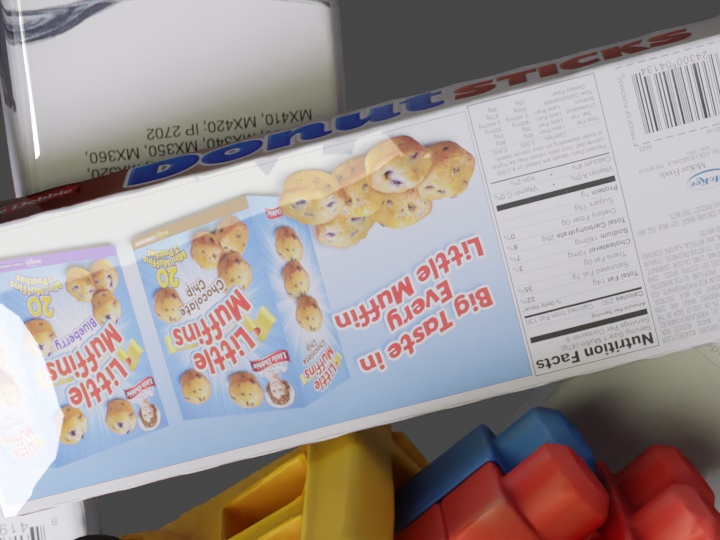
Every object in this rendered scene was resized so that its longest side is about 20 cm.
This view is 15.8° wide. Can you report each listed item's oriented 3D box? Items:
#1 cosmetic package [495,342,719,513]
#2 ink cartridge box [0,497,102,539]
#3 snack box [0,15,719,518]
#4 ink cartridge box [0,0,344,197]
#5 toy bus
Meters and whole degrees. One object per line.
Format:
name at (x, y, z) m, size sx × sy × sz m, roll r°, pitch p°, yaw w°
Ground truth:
cosmetic package at (0.102, 0.021, 0.689) m, size 0.071 × 0.101 × 0.200 m, roll 38°, pitch 119°, yaw 3°
ink cartridge box at (-0.152, 0.114, 0.821) m, size 0.145 × 0.086 × 0.202 m, roll -6°, pitch 109°, yaw -3°
snack box at (0.000, 0.000, 0.612) m, size 0.199 × 0.024 × 0.072 m, roll -14°, pitch 107°, yaw 5°
ink cartridge box at (-0.058, -0.102, 0.680) m, size 0.084 × 0.145 × 0.202 m, roll -7°, pitch 108°, yaw -8°
toy bus at (0.002, 0.112, 0.594) m, size 0.192 × 0.200 × 0.136 m, roll -37°, pitch 104°, yaw 11°
